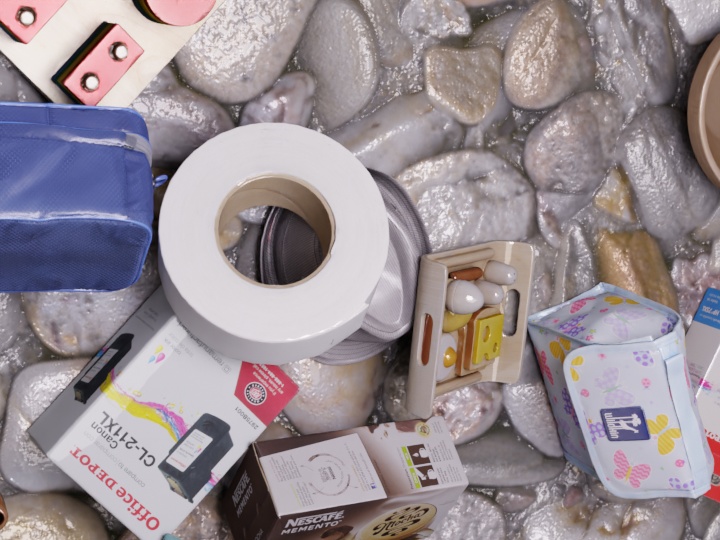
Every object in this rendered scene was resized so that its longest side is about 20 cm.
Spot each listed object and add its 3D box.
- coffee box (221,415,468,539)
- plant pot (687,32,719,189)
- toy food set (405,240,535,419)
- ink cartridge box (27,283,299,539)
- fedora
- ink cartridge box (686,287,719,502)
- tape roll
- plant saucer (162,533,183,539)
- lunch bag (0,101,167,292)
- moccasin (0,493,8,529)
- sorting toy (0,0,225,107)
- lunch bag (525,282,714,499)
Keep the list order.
[{"bbox_3d":[-0.015,0.207,1.576,0.198,0.080,0.113,-5,147,-27],"label":"coffee box"},{"bbox_3d":[0.405,-0.168,1.712,0.199,0.093,0.203,-4,101,-21],"label":"plant pot"},{"bbox_3d":[0.111,0.053,1.604,0.199,0.060,0.145,-11,109,-58],"label":"toy food set"},{"bbox_3d":[-0.178,0.128,1.526,0.200,0.083,0.146,-48,115,-9],"label":"ink cartridge box"},{"bbox_3d":[0.000,0.000,1.572,0.176,0.090,0.201,-26,109,-16],"label":"fedora"},{"bbox_3d":[0.382,0.135,1.775,0.116,0.067,0.201,26,89,-24],"label":"ink cartridge box"},{"bbox_3d":[-0.076,-0.023,1.462,0.200,0.071,0.204,3,70,-7],"label":"tape roll"},{"bbox_3d":[-0.163,0.328,1.541,0.069,0.019,0.201,21,127,12],"label":"plant saucer"},{"bbox_3d":[-0.259,-0.068,1.406,0.198,0.136,0.133,1,63,-19],"label":"lunch bag"},{"bbox_3d":[-0.404,0.225,1.451,0.200,0.078,0.074,-2,101,-23],"label":"moccasin"},{"bbox_3d":[-0.226,-0.249,1.439,0.199,0.070,0.200,-48,114,-8],"label":"sorting toy"},{"bbox_3d":[0.260,0.121,1.647,0.126,0.200,0.171,-23,109,-17],"label":"lunch bag"}]
